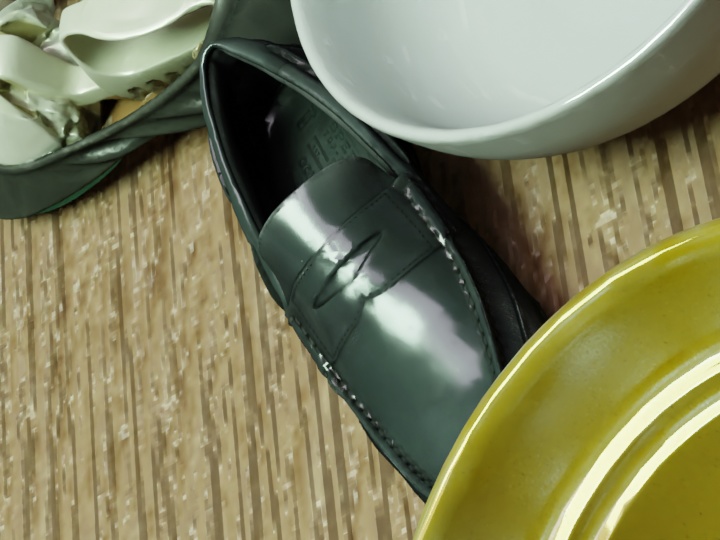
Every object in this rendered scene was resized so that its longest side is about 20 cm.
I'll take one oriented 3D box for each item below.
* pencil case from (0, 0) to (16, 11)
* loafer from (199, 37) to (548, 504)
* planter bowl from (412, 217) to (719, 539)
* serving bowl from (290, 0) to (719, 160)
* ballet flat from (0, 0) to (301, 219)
[{"bbox_3d":[-0.102,-0.182,0.962,0.200,0.089,0.078,-43,45,22],"label":"pencil case"},{"bbox_3d":[0.000,0.000,0.773,0.068,0.070,0.201,-48,43,18],"label":"loafer"},{"bbox_3d":[0.105,0.093,0.605,0.200,0.083,0.201,-23,55,37],"label":"planter bowl"},{"bbox_3d":[0.070,-0.119,0.765,0.200,0.066,0.201,-23,55,37],"label":"serving bowl"},{"bbox_3d":[-0.090,-0.074,0.908,0.200,0.068,0.068,-21,56,39],"label":"ballet flat"}]
